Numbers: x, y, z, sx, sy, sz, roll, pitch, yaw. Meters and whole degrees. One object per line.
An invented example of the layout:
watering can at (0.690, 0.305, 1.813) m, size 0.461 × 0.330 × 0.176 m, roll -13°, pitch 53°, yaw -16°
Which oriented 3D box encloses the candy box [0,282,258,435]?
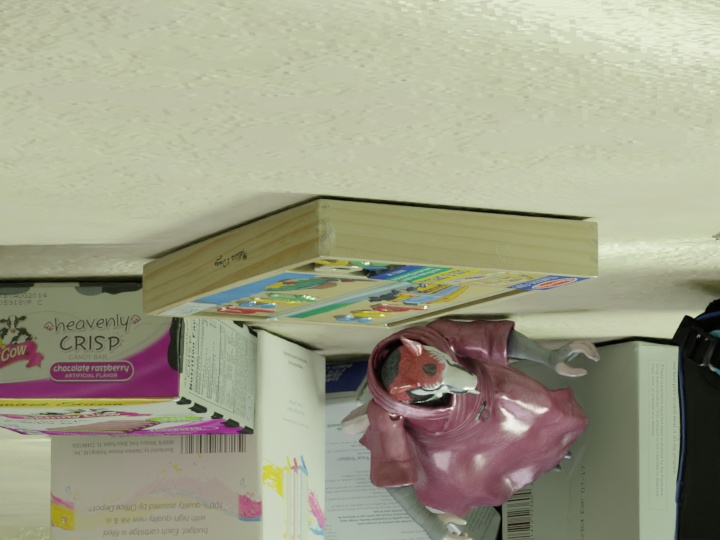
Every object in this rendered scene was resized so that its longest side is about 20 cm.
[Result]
candy box at (-0.136, 0.048, 1.489) m, size 0.135 × 0.061 × 0.200 m, roll -1°, pitch 171°, yaw 9°

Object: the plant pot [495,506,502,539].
plant pot at (0.095, 0.171, 1.941) m, size 0.199 × 0.202 × 0.196 m, roll -6°, pitch 177°, yaw 38°

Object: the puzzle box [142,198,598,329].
puzzle box at (0.000, 0.000, 1.277) m, size 0.132 × 0.026 × 0.200 m, roll 3°, pitch 171°, yaw -25°

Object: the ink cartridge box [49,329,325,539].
ink cartridge box at (-0.096, 0.142, 1.644) m, size 0.128 × 0.202 × 0.125 m, roll -2°, pitch 172°, yaw 16°

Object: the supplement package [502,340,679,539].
supplement package at (0.202, 0.149, 1.719) m, size 0.199 × 0.193 × 0.147 m, roll 6°, pitch 171°, yaw -30°

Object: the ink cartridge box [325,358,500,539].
ink cartridge box at (-0.014, 0.142, 1.823) m, size 0.196 × 0.043 × 0.200 m, roll -7°, pitch 131°, yaw 42°

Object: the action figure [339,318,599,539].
action figure at (0.048, 0.062, 1.578) m, size 0.149 × 0.134 × 0.200 m, roll 43°, pitch 179°, yaw 28°

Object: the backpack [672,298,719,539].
backpack at (0.260, 0.104, 1.412) m, size 0.199 × 0.184 × 0.134 m, roll -1°, pitch 175°, yaw 27°
